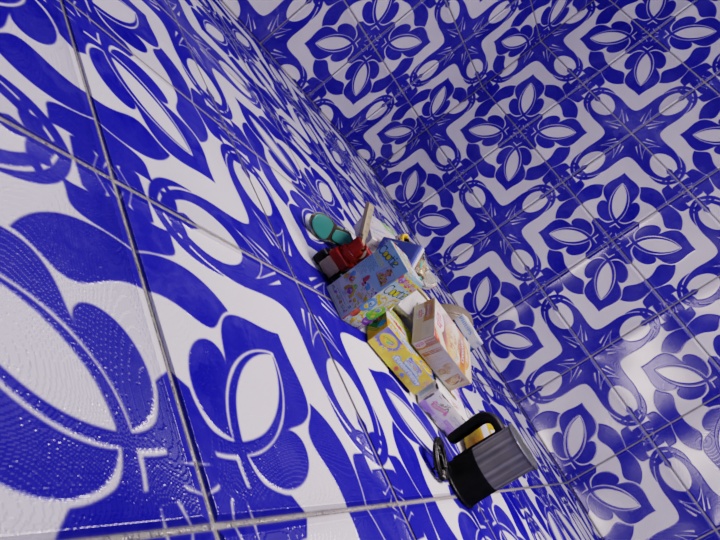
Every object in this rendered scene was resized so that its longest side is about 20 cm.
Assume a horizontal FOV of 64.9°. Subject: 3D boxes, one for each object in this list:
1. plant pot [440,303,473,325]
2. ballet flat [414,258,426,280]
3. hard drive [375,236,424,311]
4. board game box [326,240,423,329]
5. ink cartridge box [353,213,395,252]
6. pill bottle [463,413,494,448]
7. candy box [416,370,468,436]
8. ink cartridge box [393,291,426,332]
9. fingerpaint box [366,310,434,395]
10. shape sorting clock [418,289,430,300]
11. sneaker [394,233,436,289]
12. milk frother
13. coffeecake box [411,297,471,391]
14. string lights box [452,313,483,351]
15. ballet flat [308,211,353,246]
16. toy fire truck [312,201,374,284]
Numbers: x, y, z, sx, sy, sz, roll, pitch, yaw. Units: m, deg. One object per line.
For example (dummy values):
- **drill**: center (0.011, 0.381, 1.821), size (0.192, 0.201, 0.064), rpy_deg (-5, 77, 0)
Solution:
- **plant pot**: center (0.295, 0.243, 1.945), size (0.200, 0.199, 0.174), rpy_deg (47, 30, -31)
- **ballet flat**: center (0.139, 0.013, 1.614), size (0.070, 0.066, 0.200), rpy_deg (25, -20, -14)
- **hard drive**: center (0.072, 0.006, 1.531), size (0.131, 0.201, 0.025), rpy_deg (16, -25, 35)
- **board game box**: center (0.035, 0.039, 1.392), size (0.103, 0.199, 0.105), rpy_deg (36, 22, -55)
- **ink cartridge box**: center (0.051, -0.076, 1.671), size (0.117, 0.067, 0.201), rpy_deg (32, 25, -25)
- **pill bottle**: center (0.354, 0.503, 1.589), size (0.111, 0.111, 0.200), rpy_deg (51, 13, -16)
- **candy box**: center (0.219, 0.347, 1.585), size (0.168, 0.071, 0.200), rpy_deg (51, 12, -20)
- **ink cartridge box**: center (0.122, 0.112, 1.656), size (0.146, 0.083, 0.200), rpy_deg (6, -29, 44)
- **fingerpaint box**: center (0.101, 0.203, 1.507), size (0.200, 0.073, 0.167), rpy_deg (50, 12, -16)
- **shape sorting clock**: center (0.163, 0.120, 1.784), size (0.039, 0.200, 0.201), rpy_deg (-33, 87, -38)
- **sneaker**: center (0.166, -0.026, 1.741), size (0.200, 0.082, 0.078), rpy_deg (49, 50, -2)
- **milk frother**: center (0.276, 0.429, 1.303), size (0.181, 0.188, 0.200), rpy_deg (57, 12, 17)
- **coffeecake box**: center (0.223, 0.201, 1.546), size (0.200, 0.073, 0.154), rpy_deg (51, 28, -26)
- **string lights box**: center (0.271, 0.237, 1.776), size (0.059, 0.199, 0.103), rpy_deg (34, 24, -58)
- **ballet flat**: center (-0.101, -0.119, 1.646), size (0.200, 0.074, 0.075), rpy_deg (36, 22, -51)
- **toy fire truck**: center (-0.014, -0.069, 1.489), size (0.129, 0.199, 0.176), rpy_deg (56, 12, 5)
